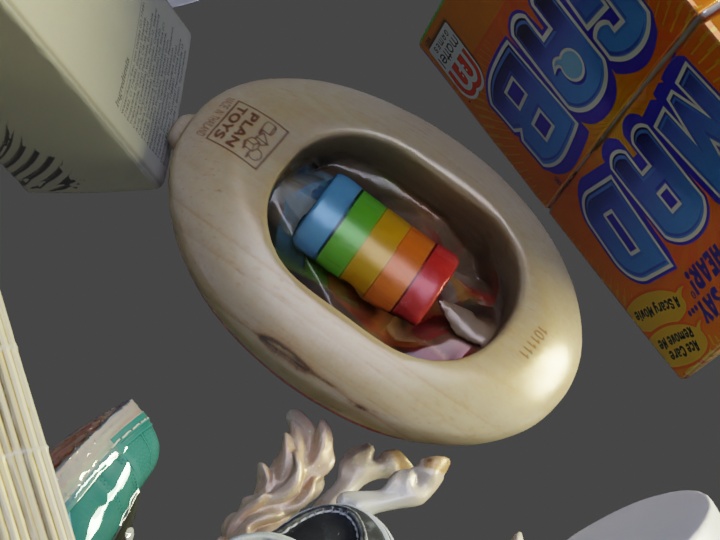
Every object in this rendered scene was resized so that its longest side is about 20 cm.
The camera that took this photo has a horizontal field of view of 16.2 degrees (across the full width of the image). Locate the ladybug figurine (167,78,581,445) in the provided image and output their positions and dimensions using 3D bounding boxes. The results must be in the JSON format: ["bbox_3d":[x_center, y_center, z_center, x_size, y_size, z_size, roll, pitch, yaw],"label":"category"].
[{"bbox_3d":[0.000,0.000,1.079,0.200,0.072,0.136,39,62,2],"label":"ladybug figurine"}]

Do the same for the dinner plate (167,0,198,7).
[{"bbox_3d":[-0.114,-0.212,1.162,0.200,0.024,0.201,5,68,-14],"label":"dinner plate"}]

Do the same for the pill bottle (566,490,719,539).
[{"bbox_3d":[0.145,0.192,0.988,0.112,0.112,0.200,-34,102,-24],"label":"pill bottle"}]

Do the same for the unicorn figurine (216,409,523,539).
[{"bbox_3d":[0.023,0.156,1.033,0.200,0.074,0.137,32,64,17],"label":"unicorn figurine"}]

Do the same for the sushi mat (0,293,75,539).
[{"bbox_3d":[-0.162,0.078,0.955,0.095,0.012,0.201,-14,81,-27],"label":"sushi mat"}]

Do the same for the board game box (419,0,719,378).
[{"bbox_3d":[0.182,-0.113,1.101,0.200,0.200,0.200,-34,80,-23],"label":"board game box"}]

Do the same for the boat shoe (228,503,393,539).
[{"bbox_3d":[-0.033,0.128,0.921,0.072,0.068,0.200,5,27,19],"label":"boat shoe"}]

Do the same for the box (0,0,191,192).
[{"bbox_3d":[-0.139,-0.109,1.016,0.068,0.200,0.082,-1,63,20],"label":"box"}]

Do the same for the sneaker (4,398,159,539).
[{"bbox_3d":[-0.132,0.142,0.998,0.080,0.071,0.200,44,61,-12],"label":"sneaker"}]
